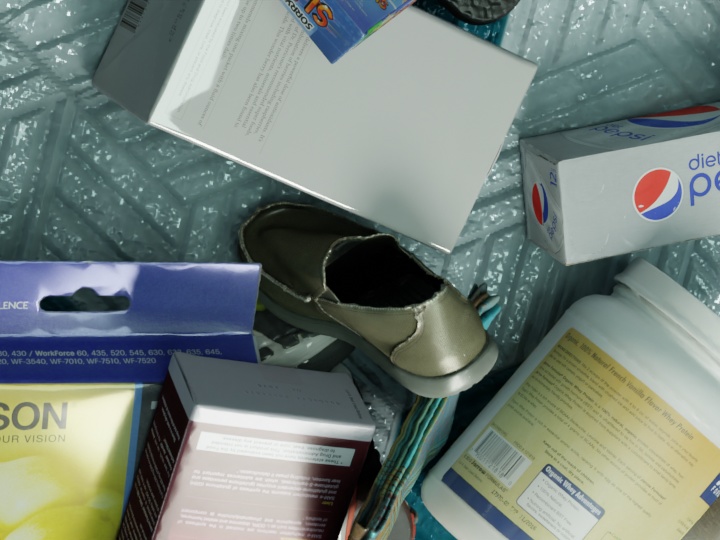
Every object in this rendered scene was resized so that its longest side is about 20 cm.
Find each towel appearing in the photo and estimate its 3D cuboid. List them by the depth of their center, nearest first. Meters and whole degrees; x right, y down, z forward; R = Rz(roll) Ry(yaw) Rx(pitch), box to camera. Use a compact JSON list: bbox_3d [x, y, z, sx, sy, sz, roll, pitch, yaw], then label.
[{"bbox_3d":[0.023,0.118,1.574,0.022,0.200,0.147,24,137,5],"label":"towel"}]

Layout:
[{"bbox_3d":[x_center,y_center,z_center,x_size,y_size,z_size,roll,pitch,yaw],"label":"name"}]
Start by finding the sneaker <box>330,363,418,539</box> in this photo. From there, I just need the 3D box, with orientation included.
[{"bbox_3d":[-0.007,0.146,1.685,0.082,0.077,0.200,-18,110,-46],"label":"sneaker"}]

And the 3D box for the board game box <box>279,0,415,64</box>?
[{"bbox_3d":[-0.032,-0.223,1.484,0.200,0.034,0.135,51,47,-1],"label":"board game box"}]

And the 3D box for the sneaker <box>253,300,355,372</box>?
[{"bbox_3d":[-0.085,0.087,1.632,0.200,0.074,0.085,-29,120,0],"label":"sneaker"}]

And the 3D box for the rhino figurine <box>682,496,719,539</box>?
[{"bbox_3d":[0.198,0.167,1.743,0.060,0.087,0.200,39,90,-26],"label":"rhino figurine"}]

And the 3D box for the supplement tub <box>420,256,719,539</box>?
[{"bbox_3d":[0.148,0.105,1.675,0.144,0.144,0.200,41,90,-25],"label":"supplement tub"}]

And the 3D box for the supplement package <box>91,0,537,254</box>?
[{"bbox_3d":[-0.027,-0.109,1.559,0.200,0.120,0.121,24,94,-24],"label":"supplement package"}]

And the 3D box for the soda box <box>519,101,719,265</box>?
[{"bbox_3d":[0.201,-0.060,1.689,0.200,0.063,0.068,-12,109,-16],"label":"soda box"}]

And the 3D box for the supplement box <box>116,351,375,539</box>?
[{"bbox_3d":[-0.075,0.150,1.543,0.109,0.061,0.200,9,115,-22],"label":"supplement box"}]

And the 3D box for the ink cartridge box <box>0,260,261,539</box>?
[{"bbox_3d":[-0.156,0.092,1.545,0.198,0.047,0.200,0,120,-14],"label":"ink cartridge box"}]

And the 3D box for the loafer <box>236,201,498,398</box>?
[{"bbox_3d":[0.000,0.000,1.562,0.075,0.200,0.070,-38,133,-24],"label":"loafer"}]

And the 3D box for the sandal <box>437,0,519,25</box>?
[{"bbox_3d":[0.015,-0.219,1.579,0.075,0.045,0.200,-45,106,-13],"label":"sandal"}]
